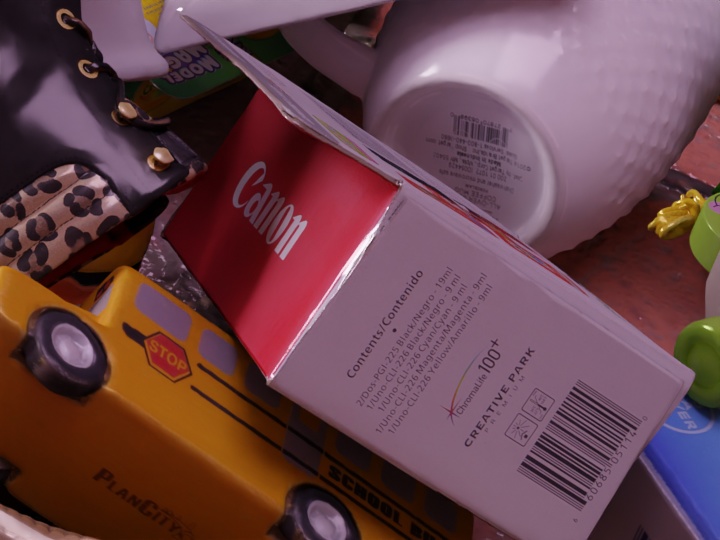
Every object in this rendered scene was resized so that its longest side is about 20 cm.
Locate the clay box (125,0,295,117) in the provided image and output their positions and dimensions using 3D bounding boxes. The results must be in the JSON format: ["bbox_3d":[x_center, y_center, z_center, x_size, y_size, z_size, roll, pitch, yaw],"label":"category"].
[{"bbox_3d":[-0.127,-0.129,1.190,0.200,0.048,0.115,37,38,21],"label":"clay box"}]

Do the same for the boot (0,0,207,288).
[{"bbox_3d":[-0.106,-0.089,0.925,0.199,0.073,0.151,-36,88,-17],"label":"boot"}]

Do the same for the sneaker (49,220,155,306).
[{"bbox_3d":[-0.175,-0.041,1.011,0.198,0.090,0.070,13,36,-12],"label":"sneaker"}]

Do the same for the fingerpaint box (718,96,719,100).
[{"bbox_3d":[0.207,-0.170,1.394,0.166,0.074,0.200,25,35,6],"label":"fingerpaint box"}]

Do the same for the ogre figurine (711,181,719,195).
[{"bbox_3d":[0.205,-0.044,1.162,0.200,0.098,0.120,52,15,-11],"label":"ogre figurine"}]

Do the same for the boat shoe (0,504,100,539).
[{"bbox_3d":[-0.129,0.117,0.842,0.198,0.074,0.070,15,59,1],"label":"boat shoe"}]

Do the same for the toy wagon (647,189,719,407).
[{"bbox_3d":[0.187,0.024,0.975,0.154,0.040,0.200,-14,47,-40],"label":"toy wagon"}]

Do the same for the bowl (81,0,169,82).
[{"bbox_3d":[-0.176,-0.122,1.038,0.199,0.091,0.201,1,7,0],"label":"bowl"}]

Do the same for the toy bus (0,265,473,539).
[{"bbox_3d":[-0.056,0.066,0.893,0.199,0.065,0.079,36,34,-17],"label":"toy bus"}]

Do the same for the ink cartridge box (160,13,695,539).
[{"bbox_3d":[0.000,0.000,0.943,0.175,0.084,0.200,33,4,-20],"label":"ink cartridge box"}]

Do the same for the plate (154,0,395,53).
[{"bbox_3d":[0.007,-0.167,1.144,0.198,0.033,0.200,-12,26,7],"label":"plate"}]

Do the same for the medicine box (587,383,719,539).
[{"bbox_3d":[0.191,0.127,0.963,0.199,0.103,0.183,-4,42,-30],"label":"medicine box"}]

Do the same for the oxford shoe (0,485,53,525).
[{"bbox_3d":[-0.161,0.049,0.906,0.199,0.085,0.073,-1,38,-30],"label":"oxford shoe"}]

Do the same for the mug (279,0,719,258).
[{"bbox_3d":[0.055,-0.096,1.156,0.199,0.148,0.176,26,38,9],"label":"mug"}]
